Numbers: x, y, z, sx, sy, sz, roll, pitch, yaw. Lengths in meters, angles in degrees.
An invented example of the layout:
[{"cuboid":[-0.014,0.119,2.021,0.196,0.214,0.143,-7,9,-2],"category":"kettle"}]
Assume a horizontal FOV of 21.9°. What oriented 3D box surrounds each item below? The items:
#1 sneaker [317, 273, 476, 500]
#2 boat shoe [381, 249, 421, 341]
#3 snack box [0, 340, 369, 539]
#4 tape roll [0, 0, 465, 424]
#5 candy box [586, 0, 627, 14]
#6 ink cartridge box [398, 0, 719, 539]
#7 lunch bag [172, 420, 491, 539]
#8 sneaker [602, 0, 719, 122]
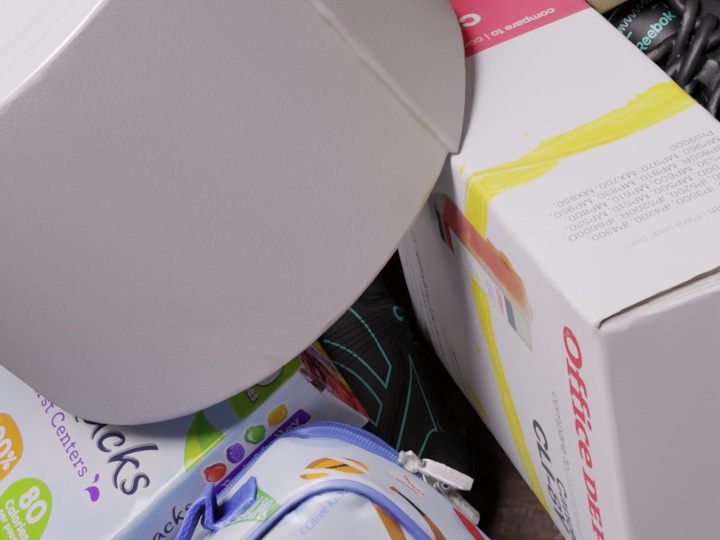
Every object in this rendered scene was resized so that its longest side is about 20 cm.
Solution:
[{"cuboid":[-0.001,0.058,0.716,0.075,0.079,0.201,138,134,-66],"category":"sneaker"},{"cuboid":[0.000,0.001,0.788,0.072,0.068,0.201,26,86,9],"category":"boat shoe"},{"cuboid":[-0.111,0.066,0.680,0.200,0.053,0.142,-42,49,6],"category":"snack box"},{"cuboid":[-0.085,-0.070,0.609,0.202,0.139,0.203,-24,44,26],"category":"tape roll"},{"cuboid":[0.116,-0.204,0.696,0.115,0.055,0.201,-27,45,30],"category":"candy box"},{"cuboid":[0.079,0.006,0.633,0.083,0.146,0.200,-22,37,-10],"category":"ink cartridge box"},{"cuboid":[-0.023,0.152,0.621,0.200,0.160,0.076,-47,12,8],"category":"lunch bag"},{"cuboid":[0.129,-0.058,0.688,0.075,0.079,0.200,-48,38,-2],"category":"sneaker"}]
